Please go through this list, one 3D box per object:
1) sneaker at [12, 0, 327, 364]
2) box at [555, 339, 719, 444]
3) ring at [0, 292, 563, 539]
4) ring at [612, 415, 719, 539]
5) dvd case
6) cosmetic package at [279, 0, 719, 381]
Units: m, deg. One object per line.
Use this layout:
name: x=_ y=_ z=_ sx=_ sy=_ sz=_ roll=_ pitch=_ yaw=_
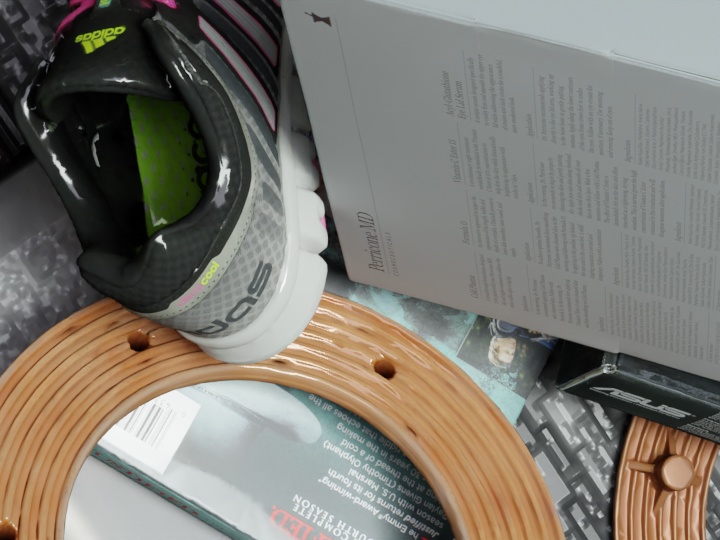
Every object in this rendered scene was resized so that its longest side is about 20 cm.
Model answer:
sneaker: x=-0.063 y=-0.072 z=0.816 sx=0.087 sy=0.074 sz=0.200 roll=9 pitch=70 yaw=-60
box: x=0.181 y=-0.022 z=0.938 sx=0.200 sy=0.048 sz=0.194 roll=20 pitch=69 yaw=-16
ring: x=-0.030 y=0.092 z=0.829 sx=0.200 sy=0.019 sz=0.201 roll=10 pitch=56 yaw=-15
ring: x=0.185 y=0.091 z=0.958 sx=0.200 sy=0.019 sz=0.201 roll=2 pitch=84 yaw=-17
dvd case: x=0.000 y=0.000 z=0.909 sx=0.146 sy=0.022 sz=0.200 roll=31 pitch=74 yaw=-12
cosmetic package: x=0.063 y=-0.038 z=0.784 sx=0.150 sy=0.200 sz=0.052 roll=13 pitch=68 yaw=11
